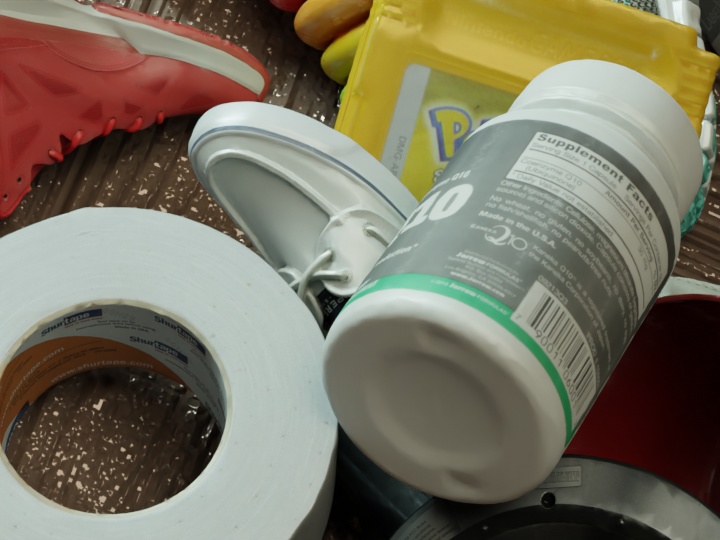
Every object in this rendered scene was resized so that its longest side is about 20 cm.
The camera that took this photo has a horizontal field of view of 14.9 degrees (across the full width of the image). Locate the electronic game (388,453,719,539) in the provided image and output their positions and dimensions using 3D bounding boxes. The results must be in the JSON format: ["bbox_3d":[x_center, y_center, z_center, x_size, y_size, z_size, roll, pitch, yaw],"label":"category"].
[{"bbox_3d":[0.091,0.180,1.215,0.199,0.042,0.201,1,96,9],"label":"electronic game"}]

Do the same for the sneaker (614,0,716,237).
[{"bbox_3d":[0.138,-0.106,1.462,0.091,0.078,0.200,-5,62,0],"label":"sneaker"}]

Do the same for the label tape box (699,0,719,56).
[{"bbox_3d":[0.255,-0.167,1.536,0.143,0.066,0.200,-24,73,-31],"label":"label tape box"}]

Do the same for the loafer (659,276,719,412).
[{"bbox_3d":[0.214,0.044,1.381,0.200,0.070,0.070,25,46,-30],"label":"loafer"}]

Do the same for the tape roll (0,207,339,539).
[{"bbox_3d":[-0.109,0.074,1.220,0.200,0.066,0.201,2,62,-3],"label":"tape roll"}]

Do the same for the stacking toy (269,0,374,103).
[{"bbox_3d":[0.026,-0.101,1.400,0.110,0.116,0.200,-18,83,-23],"label":"stacking toy"}]

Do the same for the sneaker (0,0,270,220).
[{"bbox_3d":[-0.143,-0.074,1.338,0.200,0.078,0.116,15,89,-30],"label":"sneaker"}]

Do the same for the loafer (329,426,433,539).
[{"bbox_3d":[0.033,0.111,1.282,0.201,0.068,0.070,44,63,12],"label":"loafer"}]

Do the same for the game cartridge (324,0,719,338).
[{"bbox_3d":[0.070,-0.044,1.352,0.176,0.032,0.201,16,90,-11],"label":"game cartridge"}]

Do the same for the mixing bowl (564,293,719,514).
[{"bbox_3d":[0.181,0.113,1.285,0.108,0.200,0.200,4,55,-52],"label":"mixing bowl"}]

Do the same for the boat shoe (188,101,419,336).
[{"bbox_3d":[0.000,0.000,1.279,0.200,0.074,0.065,35,42,-9],"label":"boat shoe"}]

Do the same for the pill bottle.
[{"bbox_3d":[0.074,0.000,1.222,0.113,0.113,0.200,35,47,1],"label":"pill bottle"}]
